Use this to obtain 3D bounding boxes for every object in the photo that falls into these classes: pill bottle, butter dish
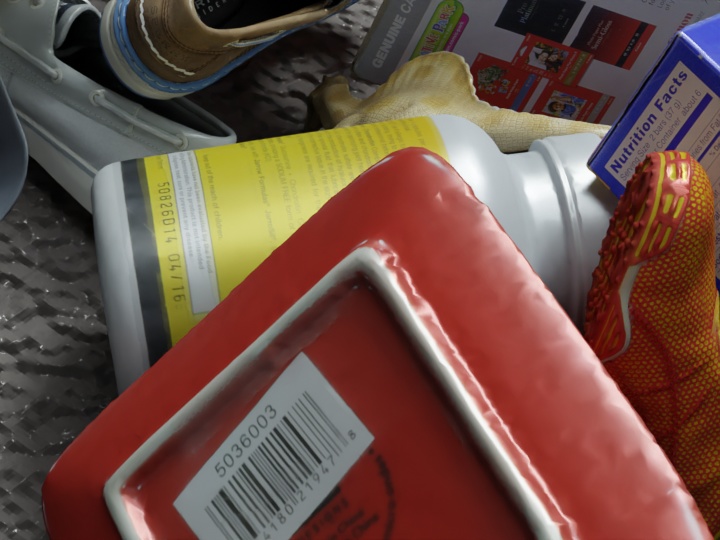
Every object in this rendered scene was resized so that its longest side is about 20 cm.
[{"bbox_3d":[0.000,0.000,0.712,0.199,0.112,0.112,-9,46,-6],"label":"pill bottle"},{"bbox_3d":[0.022,0.096,0.623,0.148,0.200,0.200,26,26,-54],"label":"butter dish"}]

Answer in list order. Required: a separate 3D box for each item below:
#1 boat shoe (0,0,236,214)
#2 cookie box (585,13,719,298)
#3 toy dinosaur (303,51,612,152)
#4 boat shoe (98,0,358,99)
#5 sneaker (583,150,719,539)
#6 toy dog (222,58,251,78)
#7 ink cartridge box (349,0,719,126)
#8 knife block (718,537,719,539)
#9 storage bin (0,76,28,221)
[{"bbox_3d":[-0.136,-0.090,0.812,0.200,0.069,0.072,41,25,24],"label":"boat shoe"},{"bbox_3d":[0.212,-0.017,0.691,0.200,0.075,0.171,47,40,16],"label":"cookie box"},{"bbox_3d":[0.025,-0.055,0.800,0.200,0.058,0.101,11,64,43],"label":"toy dinosaur"},{"bbox_3d":[-0.019,-0.139,0.785,0.200,0.072,0.072,-45,109,-31],"label":"boat shoe"},{"bbox_3d":[0.116,0.045,0.661,0.077,0.201,0.073,4,34,9],"label":"sneaker"},{"bbox_3d":[-0.060,-0.189,0.908,0.193,0.140,0.200,2,41,13],"label":"toy dog"},{"bbox_3d":[0.106,-0.164,0.861,0.175,0.200,0.084,14,40,-19],"label":"ink cartridge box"},{"bbox_3d":[0.213,0.133,0.698,0.199,0.064,0.176,4,42,-14],"label":"knife block"},{"bbox_3d":[-0.248,-0.041,0.691,0.200,0.146,0.134,-37,46,-22],"label":"storage bin"}]
